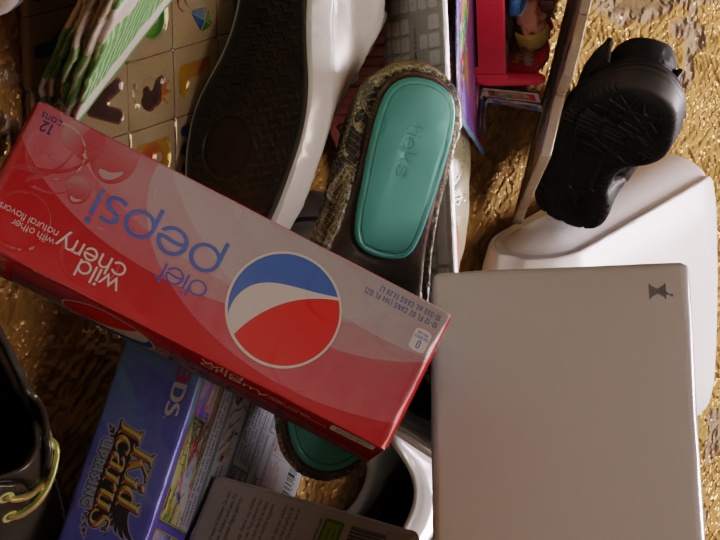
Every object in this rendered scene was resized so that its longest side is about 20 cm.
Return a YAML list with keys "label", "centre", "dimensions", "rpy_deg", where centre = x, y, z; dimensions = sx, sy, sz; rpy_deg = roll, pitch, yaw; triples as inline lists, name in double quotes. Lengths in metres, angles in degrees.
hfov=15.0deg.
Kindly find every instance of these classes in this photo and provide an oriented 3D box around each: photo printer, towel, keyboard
- label: "photo printer"
  centre: [0.135, 0.037, 1.596]
  dimensions: [0.200, 0.069, 0.167]
  rpy_deg: [-27, 122, -50]
- label: "towel"
  centre: [-0.077, -0.158, 1.155]
  dimensions: [0.153, 0.023, 0.200]
  rpy_deg: [-55, 178, -30]
- label: "keyboard"
  centre: [0.029, -0.061, 1.322]
  dimensions: [0.011, 0.056, 0.201]
  rpy_deg: [-3, 90, -24]

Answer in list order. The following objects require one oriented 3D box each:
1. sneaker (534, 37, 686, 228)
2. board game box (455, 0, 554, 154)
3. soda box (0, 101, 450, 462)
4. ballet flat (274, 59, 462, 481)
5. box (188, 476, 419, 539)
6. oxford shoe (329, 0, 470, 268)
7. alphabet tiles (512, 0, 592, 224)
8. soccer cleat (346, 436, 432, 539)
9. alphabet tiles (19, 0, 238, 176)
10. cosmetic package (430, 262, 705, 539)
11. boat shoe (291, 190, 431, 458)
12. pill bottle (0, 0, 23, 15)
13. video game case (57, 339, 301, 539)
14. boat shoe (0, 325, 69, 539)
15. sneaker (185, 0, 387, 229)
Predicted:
- label: "sneaker"
  centre: [0.141, -0.093, 1.492]
  dimensions: [0.104, 0.060, 0.200]
  rpy_deg: [-64, -179, -25]
- label: "board game box"
  centre: [0.078, -0.146, 1.407]
  dimensions: [0.200, 0.039, 0.159]
  rpy_deg: [38, 55, -81]
- label: "soda box"
  centre: [-0.066, 0.006, 1.177]
  dimensions: [0.070, 0.199, 0.063]
  rpy_deg: [-64, -177, -11]
- label: "ballet flat"
  centre: [0.000, 0.000, 1.291]
  dimensions: [0.068, 0.075, 0.201]
  rpy_deg: [15, 85, -17]
- label: "box"
  centre: [-0.025, 0.200, 1.289]
  dimensions: [0.200, 0.101, 0.113]
  rpy_deg: [74, 34, -58]
- label: "oxford shoe"
  centre: [0.021, -0.085, 1.410]
  dimensions: [0.074, 0.070, 0.201]
  rpy_deg: [-60, 151, -60]
- label: "alphabet tiles"
  centre: [0.112, -0.125, 1.464]
  dimensions: [0.200, 0.008, 0.168]
  rpy_deg: [102, 3, -79]
- label: "soccer cleat"
  centre: [0.003, 0.180, 1.456]
  dimensions: [0.085, 0.068, 0.201]
  rpy_deg: [38, 65, -44]
- label: "alphabet tiles"
  centre: [-0.089, -0.119, 1.275]
  dimensions: [0.200, 0.006, 0.167]
  rpy_deg: [-23, 118, -51]
- label: "cosmetic package"
  centre: [0.097, 0.132, 1.260]
  dimensions: [0.200, 0.122, 0.200]
  rpy_deg: [82, 7, -60]
- label: "boat shoe"
  centre: [0.008, 0.035, 1.380]
  dimensions: [0.200, 0.072, 0.066]
  rpy_deg: [51, 18, -44]
- label: "pill bottle"
  centre: [-0.123, -0.203, 1.109]
  dimensions: [0.200, 0.106, 0.106]
  rpy_deg: [-53, 139, -32]
- label: "video game case"
  centre: [-0.085, 0.121, 1.282]
  dimensions: [0.181, 0.045, 0.201]
  rpy_deg: [48, 59, -70]
- label: "boat shoe"
  centre: [-0.165, 0.075, 1.173]
  dimensions: [0.072, 0.060, 0.202]
  rpy_deg: [-56, 140, -31]
- label: "sneaker"
  centre: [-0.023, -0.093, 1.308]
  dimensions: [0.085, 0.073, 0.201]
  rpy_deg: [22, 81, -53]
